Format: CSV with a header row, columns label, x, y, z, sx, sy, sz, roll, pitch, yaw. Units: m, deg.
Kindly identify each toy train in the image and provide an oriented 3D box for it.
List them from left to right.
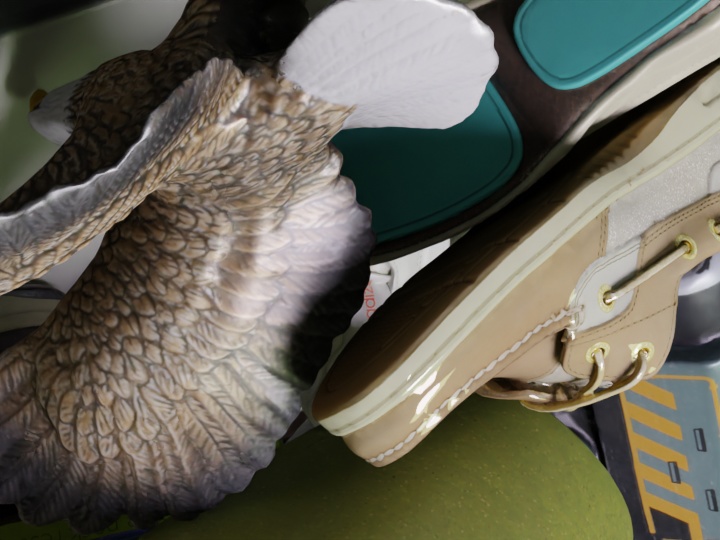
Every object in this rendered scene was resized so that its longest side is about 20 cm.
label,x,y,z,sx,sy,sz,roll,pitch,yaw
toy train,0.102,0.052,0.974,0.085,0.114,0.200,-70,154,-43

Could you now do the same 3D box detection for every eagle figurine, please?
label,x,y,z,sx,sy,sz,roll,pitch,yaw
eagle figurine,-0.066,-0.022,0.776,0.201,0.151,0.151,-64,-174,-9

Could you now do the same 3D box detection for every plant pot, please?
label,x,y,z,sx,sy,sz,roll,pitch,yaw
plant pot,-0.006,0.130,0.858,0.200,0.187,0.187,-48,156,-27

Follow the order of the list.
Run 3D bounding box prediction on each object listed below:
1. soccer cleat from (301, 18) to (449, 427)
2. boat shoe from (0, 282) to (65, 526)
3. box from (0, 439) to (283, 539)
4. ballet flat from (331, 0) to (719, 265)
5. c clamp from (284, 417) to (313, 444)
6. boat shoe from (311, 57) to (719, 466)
label,x,y,z,sx,sy,sz,roll,pitch,yaw
soccer cleat,0.000,0.000,0.922,0.069,0.078,0.200,-3,139,11
boat shoe,-0.153,0.060,0.846,0.200,0.073,0.075,-20,144,-36
box,-0.072,0.120,1.012,0.121,0.048,0.200,-14,150,3
ballet flat,0.050,-0.058,0.841,0.200,0.070,0.069,-29,154,14
c clamp,-0.042,0.059,1.032,0.171,0.027,0.200,-42,151,-5
boat shoe,0.068,0.006,0.828,0.200,0.066,0.074,-38,-173,-34
